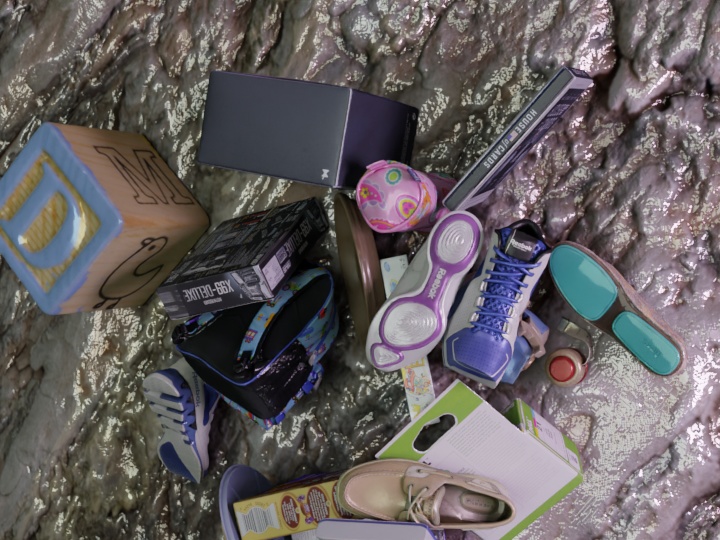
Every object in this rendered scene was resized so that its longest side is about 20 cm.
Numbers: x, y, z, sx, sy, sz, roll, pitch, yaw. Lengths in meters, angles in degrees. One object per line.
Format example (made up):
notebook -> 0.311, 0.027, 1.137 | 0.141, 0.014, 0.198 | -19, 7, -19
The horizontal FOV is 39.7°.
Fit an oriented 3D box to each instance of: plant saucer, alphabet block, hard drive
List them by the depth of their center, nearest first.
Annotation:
hard drive -> 0.046, 0.346, 1.158 | 0.132, 0.200, 0.025 | -4, 50, 25
plant saucer -> 0.000, 0.000, 1.243 | 0.029, 0.200, 0.201 | -10, 87, -7
alphabet block -> -0.372, -0.072, 1.404 | 0.195, 0.200, 0.197 | -45, 73, 22

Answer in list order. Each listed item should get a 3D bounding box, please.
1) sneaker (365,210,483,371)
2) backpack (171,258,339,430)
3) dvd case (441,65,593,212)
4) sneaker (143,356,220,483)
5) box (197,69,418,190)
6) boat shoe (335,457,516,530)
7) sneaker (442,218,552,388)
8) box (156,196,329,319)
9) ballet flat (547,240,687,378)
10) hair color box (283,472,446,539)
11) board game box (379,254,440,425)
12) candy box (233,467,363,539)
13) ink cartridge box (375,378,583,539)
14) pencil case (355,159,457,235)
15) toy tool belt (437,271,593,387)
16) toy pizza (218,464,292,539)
sneaker -> 0.077, 0.028, 1.129 | 0.075, 0.100, 0.200 | 34, 90, 4
backpack -> -0.116, 0.081, 1.311 | 0.182, 0.135, 0.200 | 21, 60, 43
dvd case -> 0.183, -0.151, 1.149 | 0.025, 0.150, 0.200 | 45, 111, 8
sneaker -> -0.230, 0.196, 1.407 | 0.080, 0.115, 0.200 | 17, 130, 27
box -> -0.061, -0.170, 1.244 | 0.199, 0.198, 0.124 | 12, 98, 25
boat shoe -> 0.073, 0.253, 1.110 | 0.199, 0.065, 0.072 | 8, 88, -4
sneaker -> 0.151, 0.016, 1.086 | 0.080, 0.115, 0.200 | 21, 58, 10
box -> -0.149, -0.018, 1.295 | 0.157, 0.200, 0.050 | -13, 113, 26
ballet flat -> 0.296, 0.044, 1.149 | 0.200, 0.067, 0.068 | 50, 118, 17
hair color box -> 0.005, 0.320, 1.310 | 0.200, 0.065, 0.110 | -10, 87, 28
board game box -> 0.061, 0.084, 1.230 | 0.034, 0.134, 0.201 | -11, 88, 3
candy box -> -0.042, 0.282, 1.232 | 0.200, 0.117, 0.057 | -20, 82, 26
ink cartridge box -> 0.139, 0.213, 1.179 | 0.200, 0.076, 0.148 | 39, 111, -14
pencil case -> 0.063, -0.085, 1.185 | 0.087, 0.200, 0.088 | 0, 90, 22
toy tool belt -> 0.166, 0.081, 1.184 | 0.200, 0.123, 0.125 | 33, 106, 21
toy pizza -> -0.133, 0.350, 1.303 | 0.032, 0.200, 0.201 | -28, 80, 14
